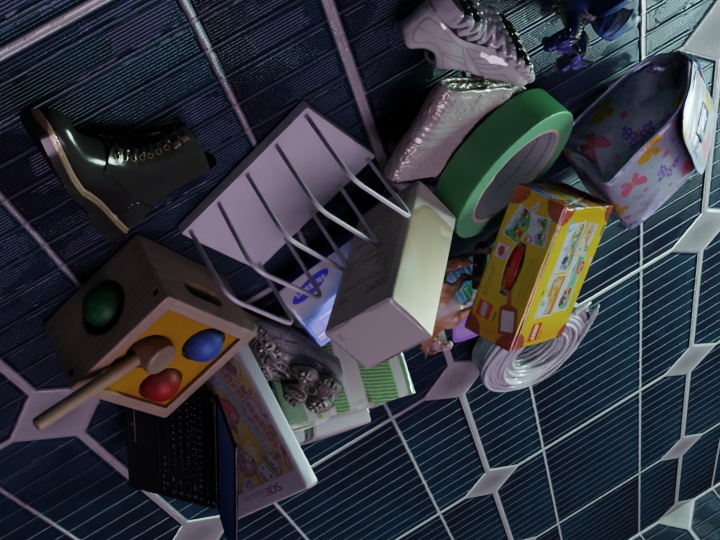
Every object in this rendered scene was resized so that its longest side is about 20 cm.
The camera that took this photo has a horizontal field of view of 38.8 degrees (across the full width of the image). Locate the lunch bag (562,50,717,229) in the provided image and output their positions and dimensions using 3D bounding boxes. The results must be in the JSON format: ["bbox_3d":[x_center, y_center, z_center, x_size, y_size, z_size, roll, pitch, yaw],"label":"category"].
[{"bbox_3d":[0.384,-0.176,1.353,0.200,0.127,0.170,-44,147,4],"label":"lunch bag"}]

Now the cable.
[{"bbox_3d":[0.276,0.115,1.674,0.200,0.069,0.200,-14,142,-25],"label":"cable"}]

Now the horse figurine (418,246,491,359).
[{"bbox_3d":[0.125,0.035,1.379,0.132,0.050,0.200,-17,143,4],"label":"horse figurine"}]

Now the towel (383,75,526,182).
[{"bbox_3d":[0.115,-0.163,1.178,0.200,0.034,0.133,-17,145,-52],"label":"towel"}]

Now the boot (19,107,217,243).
[{"bbox_3d":[-0.225,-0.121,0.974,0.138,0.077,0.200,-34,160,-7],"label":"boot"}]

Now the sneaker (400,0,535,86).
[{"bbox_3d":[0.119,-0.245,1.105,0.081,0.075,0.200,-34,147,27],"label":"sneaker"}]

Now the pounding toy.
[{"bbox_3d":[-0.248,0.084,1.134,0.184,0.142,0.200,-42,146,12],"label":"pounding toy"}]

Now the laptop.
[{"bbox_3d":[-0.221,0.241,1.249,0.103,0.200,0.177,-51,148,-60],"label":"laptop"}]

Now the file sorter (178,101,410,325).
[{"bbox_3d":[-0.069,-0.053,1.129,0.200,0.125,0.139,-43,145,14],"label":"file sorter"}]

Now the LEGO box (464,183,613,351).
[{"bbox_3d":[0.232,-0.007,1.326,0.149,0.077,0.200,-6,119,-53],"label":"LEGO box"}]

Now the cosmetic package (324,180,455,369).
[{"bbox_3d":[0.037,0.003,1.148,0.105,0.200,0.071,-29,120,36],"label":"cosmetic package"}]

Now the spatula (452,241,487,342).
[{"bbox_3d":[0.161,0.029,1.433,0.056,0.021,0.200,-16,142,-15],"label":"spatula"}]

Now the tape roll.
[{"bbox_3d":[0.174,-0.129,1.251,0.200,0.048,0.200,-40,162,-16],"label":"tape roll"}]

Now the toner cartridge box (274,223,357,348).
[{"bbox_3d":[0.000,0.000,1.283,0.200,0.043,0.095,-36,108,3],"label":"toner cartridge box"}]

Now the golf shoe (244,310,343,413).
[{"bbox_3d":[-0.109,0.099,1.297,0.200,0.097,0.078,36,117,-10],"label":"golf shoe"}]

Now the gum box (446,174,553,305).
[{"bbox_3d":[0.196,-0.033,1.443,0.200,0.045,0.170,-33,146,2],"label":"gum box"}]

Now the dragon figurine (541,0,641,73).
[{"bbox_3d":[0.276,-0.295,1.133,0.200,0.099,0.059,-30,147,-5],"label":"dragon figurine"}]

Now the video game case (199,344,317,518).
[{"bbox_3d":[-0.152,0.197,1.260,0.023,0.200,0.182,-22,171,-43],"label":"video game case"}]

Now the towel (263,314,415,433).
[{"bbox_3d":[-0.032,0.121,1.372,0.200,0.153,0.023,-12,172,-28],"label":"towel"}]

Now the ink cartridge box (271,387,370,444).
[{"bbox_3d":[-0.107,0.204,1.407,0.200,0.084,0.146,-11,169,-29],"label":"ink cartridge box"}]
